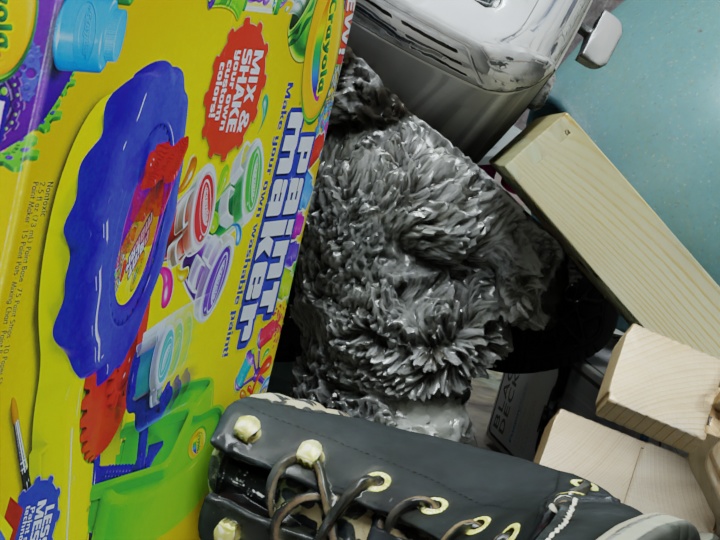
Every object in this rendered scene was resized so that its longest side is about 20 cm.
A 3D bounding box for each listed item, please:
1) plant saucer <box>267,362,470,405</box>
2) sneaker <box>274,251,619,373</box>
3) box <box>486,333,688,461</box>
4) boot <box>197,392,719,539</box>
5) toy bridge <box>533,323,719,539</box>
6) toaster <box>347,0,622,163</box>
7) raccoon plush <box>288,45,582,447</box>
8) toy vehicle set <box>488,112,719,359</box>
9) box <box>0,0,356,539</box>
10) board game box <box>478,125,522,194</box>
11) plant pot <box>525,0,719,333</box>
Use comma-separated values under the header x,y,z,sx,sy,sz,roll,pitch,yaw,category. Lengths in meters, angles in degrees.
x,y,z,sx,sy,sz,roll,pitch,yaw,category
-0.054,0.043,0.919,0.198,0.036,0.200,14,8,-2,plant saucer
0.000,0.003,0.918,0.198,0.061,0.104,0,12,-13,sneaker
0.136,0.077,0.911,0.116,0.061,0.200,12,8,-13,box
0.018,0.084,0.625,0.153,0.074,0.203,17,-1,15,boot
0.089,0.068,0.710,0.067,0.027,0.200,22,-21,-2,toy bridge
-0.001,-0.125,0.799,0.199,0.114,0.129,32,-19,-9,toaster
-0.022,0.001,0.758,0.200,0.134,0.097,42,-1,-7,raccoon plush
0.097,0.000,0.774,0.124,0.026,0.200,49,4,-1,toy vehicle set
-0.106,-0.011,0.628,0.121,0.202,0.192,16,10,19,box
-0.049,-0.082,0.996,0.199,0.026,0.200,-6,32,-44,board game box
0.149,-0.043,0.953,0.134,0.202,0.200,-11,15,-14,plant pot
